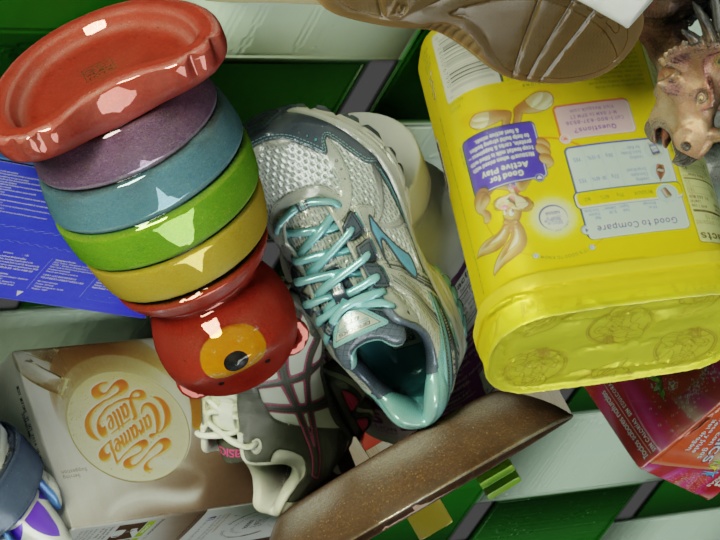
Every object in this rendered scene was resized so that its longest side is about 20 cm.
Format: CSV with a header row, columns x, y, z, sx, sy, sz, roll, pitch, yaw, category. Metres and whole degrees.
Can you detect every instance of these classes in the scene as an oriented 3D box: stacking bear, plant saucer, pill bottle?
x,y,z,sx,sy,sz,roll,pitch,yaw,category
-0.093,-0.024,1.378,0.121,0.114,0.200,-27,118,-5,stacking bear
0.024,0.117,1.538,0.200,0.037,0.200,-30,175,-3,plant saucer
0.017,0.004,1.581,0.112,0.112,0.200,-28,139,-5,pill bottle

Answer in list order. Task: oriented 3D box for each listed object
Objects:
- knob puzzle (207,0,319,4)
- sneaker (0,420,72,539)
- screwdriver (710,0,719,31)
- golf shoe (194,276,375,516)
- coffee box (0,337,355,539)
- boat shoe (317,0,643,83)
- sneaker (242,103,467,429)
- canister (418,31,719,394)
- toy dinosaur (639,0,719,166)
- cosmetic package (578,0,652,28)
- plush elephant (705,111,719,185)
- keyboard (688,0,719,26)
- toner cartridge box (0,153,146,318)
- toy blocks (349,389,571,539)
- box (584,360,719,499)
x,y,z,sx,sy,sz,roll,pitch,yaw,category
0.036,-0.198,1.400,0.219,0.030,0.220,-22,147,-15,knob puzzle
-0.202,0.092,1.457,0.081,0.146,0.200,-60,-171,-28,sneaker
0.192,-0.167,1.524,0.028,0.029,0.200,-11,138,4,screwdriver
-0.057,0.058,1.511,0.088,0.077,0.200,-59,140,-20,golf shoe
-0.114,0.104,1.604,0.200,0.115,0.080,-4,154,-36,coffee box
0.055,-0.149,1.377,0.200,0.065,0.071,15,121,-34,boat shoe
0.000,0.000,1.442,0.077,0.086,0.200,-24,123,19,sneaker
0.118,-0.046,1.495,0.148,0.200,0.087,-7,150,-9,canister
0.165,-0.168,1.424,0.086,0.135,0.200,-31,139,-24,toy dinosaur
0.063,-0.207,1.283,0.200,0.108,0.085,26,116,-32,cosmetic package
0.293,-0.066,1.683,0.164,0.155,0.200,-33,148,3,plush elephant
0.165,-0.173,1.556,0.104,0.040,0.200,14,132,-20,keyboard
-0.165,-0.030,1.453,0.200,0.043,0.095,11,129,-48,toner cartridge box
0.040,0.076,1.745,0.200,0.100,0.137,-30,138,0,toy blocks
0.174,0.029,1.673,0.095,0.200,0.100,-42,147,15,box
